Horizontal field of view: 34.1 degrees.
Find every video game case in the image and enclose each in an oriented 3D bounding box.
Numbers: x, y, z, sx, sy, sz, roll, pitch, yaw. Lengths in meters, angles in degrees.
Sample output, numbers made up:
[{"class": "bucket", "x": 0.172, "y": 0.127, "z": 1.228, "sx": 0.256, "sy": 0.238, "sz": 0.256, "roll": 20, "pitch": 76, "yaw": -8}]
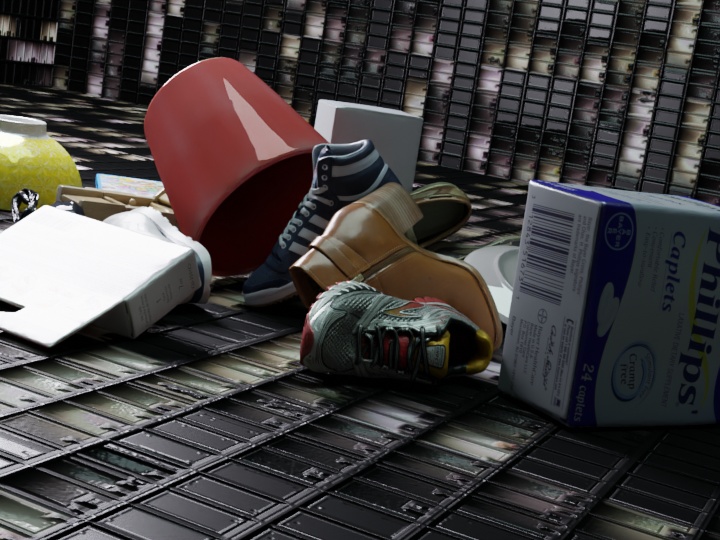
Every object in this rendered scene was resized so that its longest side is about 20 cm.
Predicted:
[{"class": "video game case", "x": -0.327, "y": -0.116, "z": 1.775, "sx": 0.141, "sy": 0.018, "sz": 0.200, "roll": 7, "pitch": 11, "yaw": -15}]

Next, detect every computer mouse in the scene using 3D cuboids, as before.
[{"class": "computer mouse", "x": -0.371, "y": -0.069, "z": 1.357, "sx": 0.034, "sy": 0.059, "sz": 0.199, "roll": 41, "pitch": -12, "yaw": -35}]

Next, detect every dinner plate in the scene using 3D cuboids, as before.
[{"class": "dinner plate", "x": 0.206, "y": 0.022, "z": 1.288, "sx": 0.197, "sy": 0.025, "sz": 0.201, "roll": 16, "pitch": 30, "yaw": -9}]

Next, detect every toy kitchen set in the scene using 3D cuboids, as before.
[{"class": "toy kitchen set", "x": -0.274, "y": -0.133, "z": 1.447, "sx": 0.197, "sy": 0.184, "sz": 0.162, "roll": 5, "pitch": 9, "yaw": -37}]

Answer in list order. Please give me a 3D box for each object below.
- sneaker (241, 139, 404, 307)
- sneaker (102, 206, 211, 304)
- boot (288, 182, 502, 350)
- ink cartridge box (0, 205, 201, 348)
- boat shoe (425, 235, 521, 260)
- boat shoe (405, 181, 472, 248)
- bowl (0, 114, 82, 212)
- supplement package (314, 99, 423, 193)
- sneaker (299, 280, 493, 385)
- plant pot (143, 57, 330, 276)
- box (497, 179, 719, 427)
[{"class": "sneaker", "x": -0.051, "y": -0.053, "z": 1.180, "sx": 0.198, "sy": 0.109, "sz": 0.070, "roll": -31, "pitch": 20, "yaw": 0}, {"class": "sneaker", "x": -0.227, "y": -0.015, "z": 1.174, "sx": 0.080, "sy": 0.078, "sz": 0.199, "roll": -11, "pitch": 19, "yaw": -36}, {"class": "boot", "x": 0.035, "y": 0.029, "z": 1.099, "sx": 0.155, "sy": 0.201, "sz": 0.076, "roll": -41, "pitch": 10, "yaw": -38}, {"class": "ink cartridge box", "x": -0.270, "y": 0.016, "z": 1.035, "sx": 0.198, "sy": 0.045, "sz": 0.176, "roll": 15, "pitch": 37, "yaw": 32}, {"class": "boat shoe", "x": 0.165, "y": 0.006, "z": 1.436, "sx": 0.197, "sy": 0.076, "sz": 0.073, "roll": -5, "pitch": 25, "yaw": -23}, {"class": "boat shoe", "x": 0.043, "y": -0.049, "z": 1.395, "sx": 0.198, "sy": 0.077, "sz": 0.074, "roll": -26, "pitch": 18, "yaw": -10}, {"class": "bowl", "x": -0.466, "y": -0.149, "z": 1.576, "sx": 0.196, "sy": 0.110, "sz": 0.200, "roll": 9, "pitch": 11, "yaw": -2}, {"class": "supplement package", "x": -0.003, "y": -0.104, "z": 1.473, "sx": 0.115, "sy": 0.204, "sz": 0.117, "roll": 6, "pitch": 11, "yaw": -13}, {"class": "sneaker", "x": 0.033, "y": 0.055, "z": 0.990, "sx": 0.198, "sy": 0.079, "sz": 0.082, "roll": 0, "pitch": 15, "yaw": -40}, {"class": "plant pot", "x": -0.140, "y": -0.124, "z": 1.307, "sx": 0.199, "sy": 0.201, "sz": 0.178, "roll": -3, "pitch": 49, "yaw": -50}, {"class": "box", "x": 0.235, "y": 0.029, "z": 1.008, "sx": 0.197, "sy": 0.187, "sz": 0.104, "roll": 2, "pitch": 11, "yaw": -31}]
